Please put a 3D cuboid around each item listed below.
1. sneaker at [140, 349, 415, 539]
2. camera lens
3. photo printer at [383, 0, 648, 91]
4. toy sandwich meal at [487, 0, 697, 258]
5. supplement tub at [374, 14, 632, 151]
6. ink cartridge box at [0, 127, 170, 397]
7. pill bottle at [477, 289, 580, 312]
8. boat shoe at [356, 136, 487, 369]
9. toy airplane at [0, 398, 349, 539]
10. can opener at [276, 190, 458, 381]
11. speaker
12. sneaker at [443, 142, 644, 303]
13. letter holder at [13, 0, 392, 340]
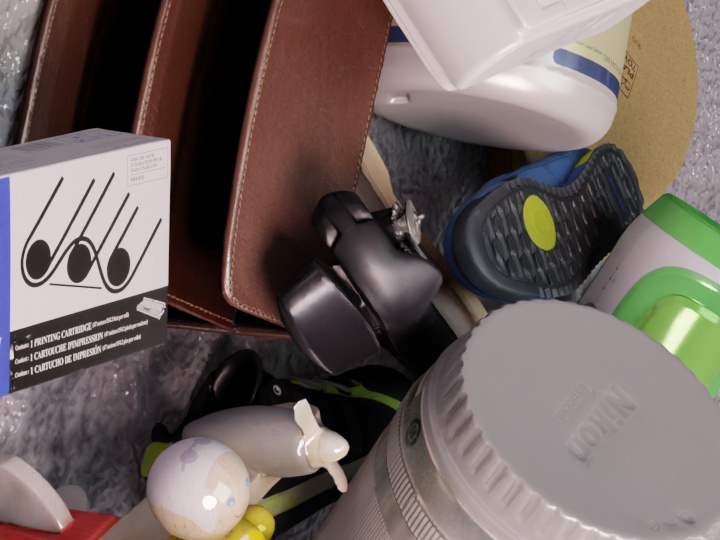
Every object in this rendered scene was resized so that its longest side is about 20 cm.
[{"bbox_3d":[-0.036,0.075,1.406,0.200,0.072,0.083,-32,117,-50],"label":"sneaker"},{"bbox_3d":[0.069,0.132,1.319,0.160,0.160,0.200,-34,161,-48],"label":"camera lens"},{"bbox_3d":[0.044,-0.193,1.326,0.200,0.069,0.166,58,35,4],"label":"photo printer"},{"bbox_3d":[0.126,-0.107,1.625,0.205,0.070,0.206,4,85,-51],"label":"toy sandwich meal"},{"bbox_3d":[0.078,-0.175,1.475,0.145,0.145,0.201,23,75,-54],"label":"supplement tub"},{"bbox_3d":[-0.153,0.002,1.147,0.200,0.044,0.094,-17,112,-56],"label":"ink cartridge box"},{"bbox_3d":[0.105,0.093,1.572,0.114,0.114,0.200,-56,136,-35],"label":"pill bottle"},{"bbox_3d":[0.000,0.000,1.428,0.070,0.070,0.200,-43,105,-27],"label":"boat shoe"},{"bbox_3d":[-0.087,0.124,1.230,0.199,0.200,0.141,-1,130,-17],"label":"toy airplane"},{"bbox_3d":[0.017,0.020,1.329,0.063,0.079,0.200,65,9,27],"label":"can opener"},{"bbox_3d":[0.132,0.062,1.452,0.200,0.088,0.088,-56,144,7],"label":"speaker"},{"bbox_3d":[0.080,-0.017,1.469,0.200,0.078,0.066,-28,99,-61],"label":"sneaker"},{"bbox_3d":[-0.075,-0.083,1.306,0.142,0.100,0.201,25,73,-52],"label":"letter holder"}]
